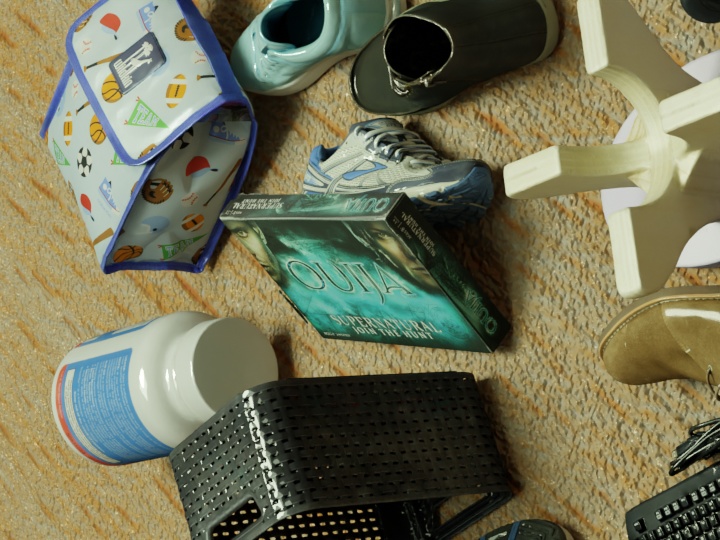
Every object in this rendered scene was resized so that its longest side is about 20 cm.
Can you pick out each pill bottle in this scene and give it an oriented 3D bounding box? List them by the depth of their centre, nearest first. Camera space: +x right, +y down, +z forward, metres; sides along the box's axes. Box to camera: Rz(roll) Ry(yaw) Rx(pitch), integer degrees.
[{"bbox_3d":[-0.156,0.094,1.730,0.200,0.112,0.113,-15,78,52],"label":"pill bottle"}]

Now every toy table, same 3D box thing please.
[{"bbox_3d":[0.185,-0.070,1.274,0.200,0.117,0.185,-37,58,44],"label":"toy table"}]

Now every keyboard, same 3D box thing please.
[{"bbox_3d":[0.221,0.136,1.297,0.200,0.039,0.105,-38,62,45],"label":"keyboard"}]

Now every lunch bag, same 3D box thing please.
[{"bbox_3d":[-0.168,-0.123,1.729,0.170,0.123,0.200,61,138,32],"label":"lunch bag"}]

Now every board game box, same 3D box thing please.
[{"bbox_3d":[0.000,0.000,1.523,0.200,0.135,0.028,1,48,53],"label":"board game box"}]

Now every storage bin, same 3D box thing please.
[{"bbox_3d":[-0.013,0.140,1.470,0.135,0.199,0.094,-41,60,45],"label":"storage bin"}]

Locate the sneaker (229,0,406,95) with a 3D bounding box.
[{"bbox_3d":[-0.055,-0.183,1.621,0.200,0.082,0.074,-22,72,51],"label":"sneaker"}]

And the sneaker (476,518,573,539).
[{"bbox_3d":[0.085,0.254,1.454,0.200,0.077,0.076,-55,31,14],"label":"sneaker"}]

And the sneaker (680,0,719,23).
[{"bbox_3d":[0.231,-0.247,1.269,0.078,0.066,0.201,52,129,54],"label":"sneaker"}]

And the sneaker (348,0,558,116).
[{"bbox_3d":[0.032,-0.149,1.477,0.200,0.106,0.075,-19,87,50],"label":"sneaker"}]

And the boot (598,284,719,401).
[{"bbox_3d":[0.213,0.051,1.267,0.200,0.073,0.076,-19,58,49],"label":"boot"}]

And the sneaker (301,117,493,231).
[{"bbox_3d":[0.019,-0.071,1.535,0.200,0.077,0.086,-7,78,51],"label":"sneaker"}]
